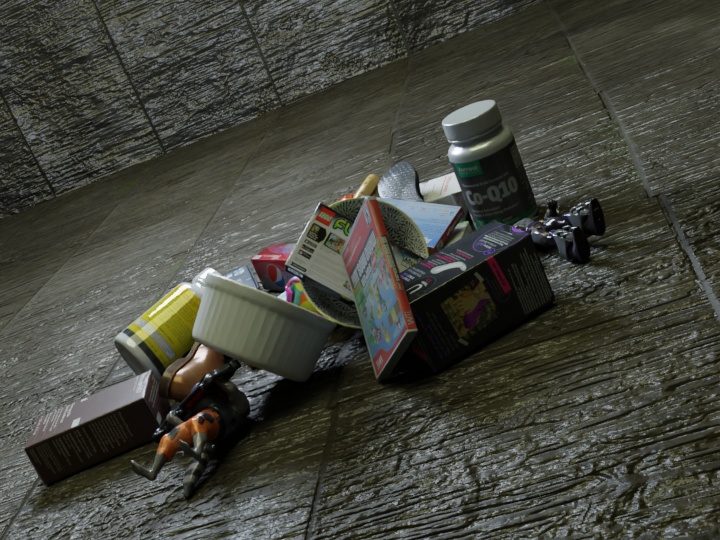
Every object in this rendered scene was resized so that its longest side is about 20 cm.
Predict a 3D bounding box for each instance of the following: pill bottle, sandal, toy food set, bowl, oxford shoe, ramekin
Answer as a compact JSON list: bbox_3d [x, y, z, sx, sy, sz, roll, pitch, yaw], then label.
[{"bbox_3d":[0.211,-0.169,1.591,0.112,0.202,0.113,-21,20,8],"label":"pill bottle"},{"bbox_3d":[0.081,-0.116,1.667,0.076,0.043,0.201,-29,41,10],"label":"sandal"},{"bbox_3d":[-0.299,0.093,1.607,0.200,0.115,0.114,-42,26,-23],"label":"pill bottle"},{"bbox_3d":[-0.038,-0.094,1.818,0.198,0.049,0.200,-49,11,-10],"label":"toy food set"},{"bbox_3d":[0.000,0.000,1.465,0.199,0.202,0.094,-28,-11,-13],"label":"bowl"},{"bbox_3d":[-0.241,0.151,1.526,0.071,0.072,0.200,17,32,12],"label":"oxford shoe"},{"bbox_3d":[-0.142,0.084,1.371,0.200,0.199,0.099,14,81,59],"label":"ramekin"}]

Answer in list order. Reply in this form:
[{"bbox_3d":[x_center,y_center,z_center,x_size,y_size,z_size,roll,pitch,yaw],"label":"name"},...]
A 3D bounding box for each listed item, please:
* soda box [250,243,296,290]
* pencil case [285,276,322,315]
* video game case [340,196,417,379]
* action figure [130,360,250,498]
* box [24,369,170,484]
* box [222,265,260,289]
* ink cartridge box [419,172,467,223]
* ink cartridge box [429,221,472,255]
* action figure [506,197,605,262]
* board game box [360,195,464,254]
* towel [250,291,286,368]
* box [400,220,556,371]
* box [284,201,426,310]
[{"bbox_3d":[-0.111,-0.005,1.735,0.063,0.071,0.199,-36,22,-32],"label":"soda box"},{"bbox_3d":[-0.044,0.012,1.578,0.088,0.089,0.200,-9,18,36],"label":"pencil case"},{"bbox_3d":[0.021,0.024,1.281,0.017,0.202,0.143,-6,-28,-21],"label":"video game case"},{"bbox_3d":[-0.220,0.223,1.309,0.200,0.105,0.193,-44,-2,37],"label":"action figure"},{"bbox_3d":[-0.394,0.235,1.454,0.198,0.076,0.100,-22,20,1],"label":"box"},{"bbox_3d":[-0.275,0.070,1.762,0.198,0.051,0.158,-26,21,-5],"label":"box"},{"bbox_3d":[0.128,-0.114,1.740,0.198,0.068,0.116,-17,22,20],"label":"ink cartridge box"},{"bbox_3d":[0.096,-0.002,1.532,0.144,0.048,0.200,-15,20,25],"label":"ink cartridge box"},{"bbox_3d":[0.274,-0.061,1.448,0.130,0.070,0.199,-40,22,-26],"label":"action figure"},{"bbox_3d":[0.060,-0.076,1.578,0.198,0.020,0.103,10,47,34],"label":"board game box"},{"bbox_3d":[-0.143,0.092,1.603,0.146,0.022,0.200,-29,21,-10],"label":"towel"},{"bbox_3d":[0.141,0.031,1.306,0.199,0.107,0.122,-28,18,-11],"label":"box"},{"bbox_3d":[0.002,-0.003,1.399,0.111,0.199,0.035,-61,-3,-16],"label":"box"}]
